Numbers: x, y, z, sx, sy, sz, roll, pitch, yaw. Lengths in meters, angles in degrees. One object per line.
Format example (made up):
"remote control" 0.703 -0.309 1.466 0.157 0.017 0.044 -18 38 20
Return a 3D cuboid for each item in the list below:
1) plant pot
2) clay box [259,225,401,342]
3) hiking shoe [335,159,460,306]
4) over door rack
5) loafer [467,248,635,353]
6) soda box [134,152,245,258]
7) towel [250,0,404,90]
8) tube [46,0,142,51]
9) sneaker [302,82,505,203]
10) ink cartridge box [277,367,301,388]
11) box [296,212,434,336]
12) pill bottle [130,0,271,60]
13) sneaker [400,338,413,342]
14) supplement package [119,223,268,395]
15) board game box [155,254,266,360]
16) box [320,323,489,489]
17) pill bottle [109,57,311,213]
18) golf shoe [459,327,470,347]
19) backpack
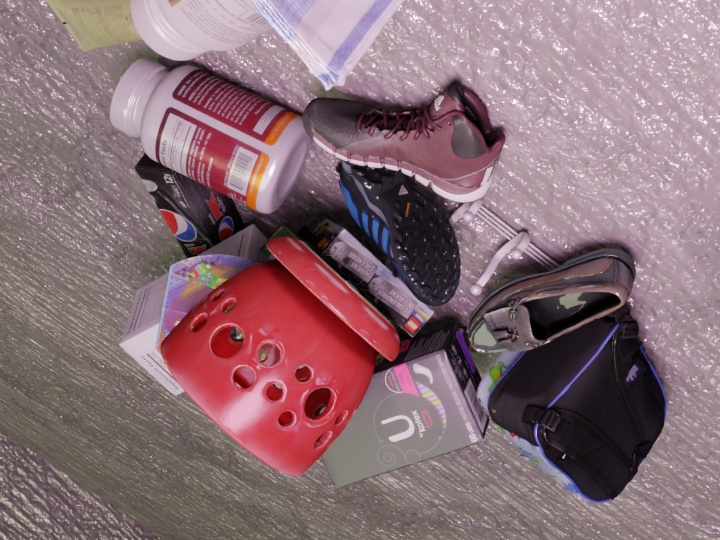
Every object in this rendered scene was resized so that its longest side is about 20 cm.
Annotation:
"plant pot" -0.075 0.078 0.964 0.200 0.183 0.200 42 178 2
"clay box" -0.031 0.034 1.162 0.115 0.048 0.200 43 178 40
"hiking shoe" 0.041 -0.049 0.998 0.200 0.074 0.087 63 161 12
"over door rack" 0.126 0.010 1.060 0.148 0.067 0.200 37 148 -11
"loafer" 0.189 0.042 0.970 0.200 0.063 0.072 -31 112 33
"soda box" -0.209 -0.081 1.196 0.063 0.071 0.200 11 145 25
"towel" -0.045 -0.260 0.728 0.200 0.147 0.024 47 153 -25
"tube" -0.258 -0.270 0.991 0.200 0.052 0.058 6 101 39
"sneaker" 0.049 -0.148 0.901 0.200 0.076 0.116 19 144 -4
"ink cartridge box" -0.044 0.194 1.420 0.068 0.116 0.200 5 142 33
"box" 0.000 0.000 1.075 0.137 0.040 0.200 42 178 -14
"pill bottle" -0.116 -0.258 0.821 0.200 0.114 0.114 -12 130 48
"sneaker" 0.023 0.121 1.290 0.200 0.085 0.077 20 148 17
"supplement package" -0.186 0.052 1.187 0.200 0.114 0.110 -27 123 22
"board game box" -0.159 0.073 1.104 0.158 0.039 0.200 14 127 -8
"box" 0.043 0.163 1.127 0.200 0.106 0.122 -23 97 19
"pill bottle" -0.162 -0.152 1.016 0.200 0.113 0.113 27 149 6
"golf shoe" 0.053 0.126 1.211 0.095 0.200 0.078 51 -173 0
"backpack" 0.246 0.148 1.064 0.200 0.183 0.147 49 167 -35
